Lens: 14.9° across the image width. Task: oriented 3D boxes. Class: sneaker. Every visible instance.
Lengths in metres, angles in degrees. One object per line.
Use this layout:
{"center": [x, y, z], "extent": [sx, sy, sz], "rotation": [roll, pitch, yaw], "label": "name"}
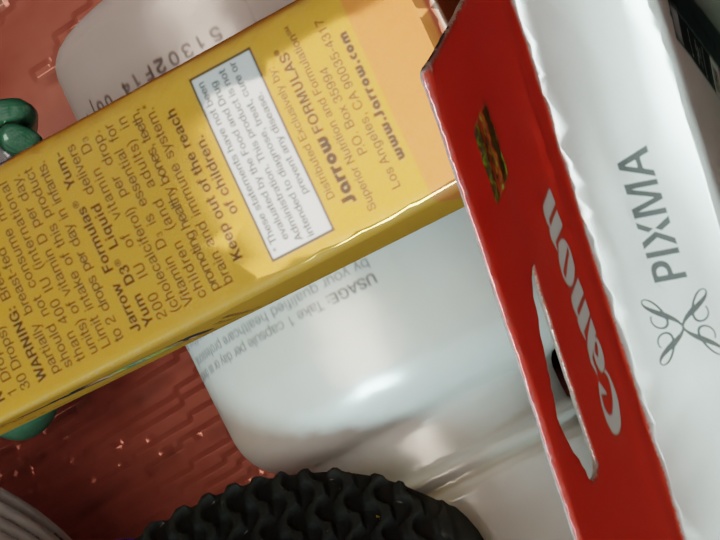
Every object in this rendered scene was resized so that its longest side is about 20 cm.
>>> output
{"center": [-0.045, 0.124, 0.786], "extent": [0.199, 0.090, 0.070], "rotation": [-24, 48, 14], "label": "sneaker"}

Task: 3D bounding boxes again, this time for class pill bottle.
{"center": [0.000, 0.000, 0.821], "extent": [0.114, 0.114, 0.201], "rotation": [-28, 85, 22], "label": "pill bottle"}

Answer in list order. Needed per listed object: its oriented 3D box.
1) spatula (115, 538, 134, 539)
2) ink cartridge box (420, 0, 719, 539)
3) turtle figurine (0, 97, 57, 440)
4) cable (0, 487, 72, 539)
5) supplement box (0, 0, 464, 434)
{"center": [-0.115, 0.099, 0.926], "extent": [0.199, 0.021, 0.057], "rotation": [11, 120, 23], "label": "spatula"}
{"center": [0.079, -0.005, 0.724], "extent": [0.043, 0.174, 0.201], "rotation": [-12, 114, 18], "label": "ink cartridge box"}
{"center": [-0.155, 0.000, 0.891], "extent": [0.150, 0.101, 0.200], "rotation": [-48, 61, 1], "label": "turtle figurine"}
{"center": [-0.172, 0.142, 0.876], "extent": [0.199, 0.069, 0.201], "rotation": [1, 133, -4], "label": "cable"}
{"center": [-0.050, -0.015, 0.742], "extent": [0.199, 0.067, 0.069], "rotation": [-29, 85, 18], "label": "supplement box"}
